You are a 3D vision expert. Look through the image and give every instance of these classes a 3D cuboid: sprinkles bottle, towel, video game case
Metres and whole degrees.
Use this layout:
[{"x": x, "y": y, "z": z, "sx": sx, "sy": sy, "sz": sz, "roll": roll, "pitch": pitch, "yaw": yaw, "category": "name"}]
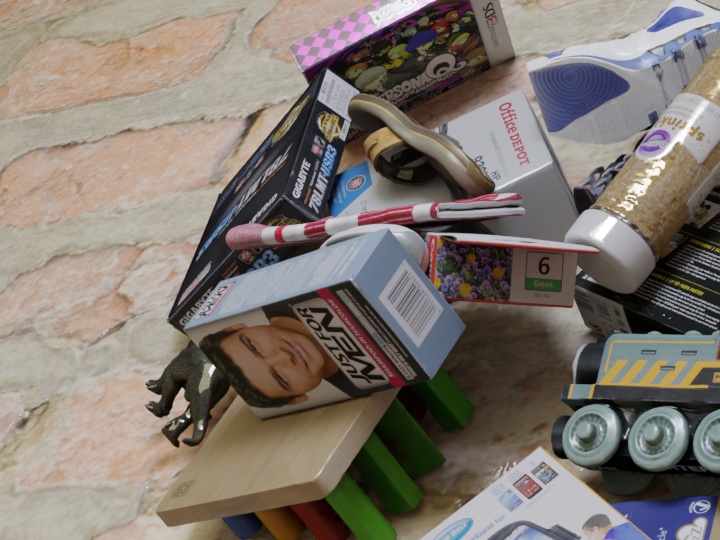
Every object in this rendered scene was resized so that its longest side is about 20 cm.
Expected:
[{"x": 0.238, "y": -0.077, "z": 1.522, "sx": 0.200, "sy": 0.068, "sz": 0.068, "roll": -50, "pitch": 37, "yaw": -16, "category": "sprinkles bottle"}, {"x": 0.012, "y": -0.040, "z": 1.584, "sx": 0.199, "sy": 0.023, "sz": 0.144, "roll": -8, "pitch": -1, "yaw": 34, "category": "towel"}, {"x": 0.044, "y": -0.209, "z": 1.910, "sx": 0.199, "sy": 0.181, "sz": 0.036, "roll": -27, "pitch": 67, "yaw": 1, "category": "video game case"}]

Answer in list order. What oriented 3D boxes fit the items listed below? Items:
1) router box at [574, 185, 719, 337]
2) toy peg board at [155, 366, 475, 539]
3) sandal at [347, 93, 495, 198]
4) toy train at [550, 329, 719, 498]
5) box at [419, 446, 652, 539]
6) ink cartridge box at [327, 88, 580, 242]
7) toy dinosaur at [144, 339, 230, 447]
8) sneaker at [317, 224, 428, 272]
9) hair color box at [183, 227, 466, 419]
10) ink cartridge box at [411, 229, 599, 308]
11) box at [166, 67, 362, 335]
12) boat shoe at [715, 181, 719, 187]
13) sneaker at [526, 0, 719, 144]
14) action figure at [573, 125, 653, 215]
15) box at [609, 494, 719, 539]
[{"x": 0.276, "y": 0.010, "z": 1.516, "sx": 0.149, "sy": 0.051, "sz": 0.200, "roll": -38, "pitch": 32, "yaw": -18, "category": "router box"}, {"x": -0.023, "y": 0.138, "z": 1.552, "sx": 0.199, "sy": 0.098, "sz": 0.200, "roll": -18, "pitch": 28, "yaw": 47, "category": "toy peg board"}, {"x": 0.040, "y": -0.097, "z": 1.687, "sx": 0.054, "sy": 0.080, "sz": 0.200, "roll": -54, "pitch": 38, "yaw": 1, "category": "sandal"}, {"x": 0.225, "y": 0.095, "z": 1.381, "sx": 0.199, "sy": 0.085, "sz": 0.115, "roll": -2, "pitch": 63, "yaw": 39, "category": "toy train"}, {"x": 0.118, "y": 0.195, "z": 1.328, "sx": 0.119, "sy": 0.042, "sz": 0.200, "roll": -36, "pitch": 34, "yaw": -10, "category": "box"}, {"x": 0.079, "y": -0.055, "z": 1.734, "sx": 0.199, "sy": 0.084, "sz": 0.145, "roll": -25, "pitch": 31, "yaw": 7, "category": "ink cartridge box"}, {"x": -0.130, "y": 0.084, "z": 1.661, "sx": 0.103, "sy": 0.077, "sz": 0.200, "roll": -55, "pitch": -4, "yaw": 17, "category": "toy dinosaur"}, {"x": 0.000, "y": 0.000, "z": 1.536, "sx": 0.080, "sy": 0.071, "sz": 0.200, "roll": -38, "pitch": 3, "yaw": -33, "category": "sneaker"}, {"x": -0.029, "y": 0.042, "z": 1.478, "sx": 0.199, "sy": 0.099, "sz": 0.061, "roll": -17, "pitch": 29, "yaw": 48, "category": "hair color box"}, {"x": 0.101, "y": 0.000, "z": 1.488, "sx": 0.108, "sy": 0.051, "sz": 0.200, "roll": 4, "pitch": 3, "yaw": -9, "category": "ink cartridge box"}, {"x": -0.086, "y": -0.058, "z": 1.820, "sx": 0.200, "sy": 0.050, "sz": 0.199, "roll": -46, "pitch": 17, "yaw": 38, "category": "box"}, {"x": 0.336, "y": -0.118, "z": 1.600, "sx": 0.199, "sy": 0.065, "sz": 0.072, "roll": -15, "pitch": 25, "yaw": -11, "category": "boat shoe"}, {"x": 0.244, "y": -0.170, "z": 1.672, "sx": 0.198, "sy": 0.081, "sz": 0.115, "roll": -11, "pitch": 21, "yaw": 15, "category": "sneaker"}, {"x": 0.263, "y": -0.112, "z": 1.690, "sx": 0.130, "sy": 0.070, "sz": 0.200, "roll": -2, "pitch": 35, "yaw": 49, "category": "action figure"}, {"x": 0.153, "y": 0.210, "z": 1.347, "sx": 0.199, "sy": 0.033, "sz": 0.121, "roll": -10, "pitch": 36, "yaw": 30, "category": "box"}]
